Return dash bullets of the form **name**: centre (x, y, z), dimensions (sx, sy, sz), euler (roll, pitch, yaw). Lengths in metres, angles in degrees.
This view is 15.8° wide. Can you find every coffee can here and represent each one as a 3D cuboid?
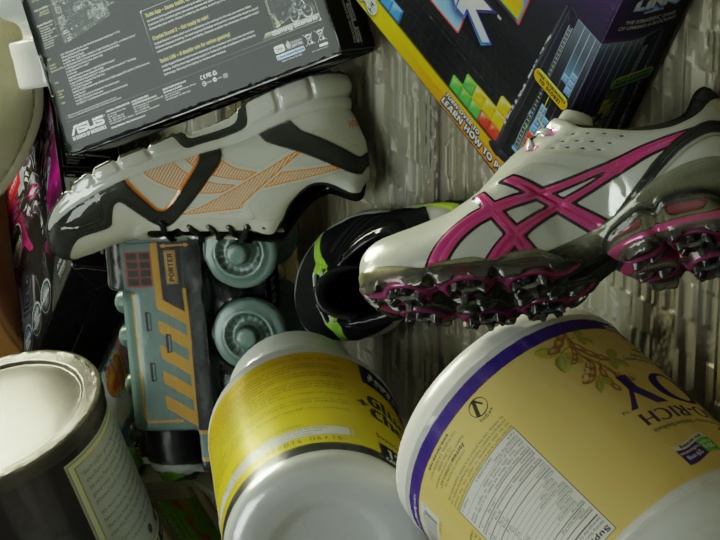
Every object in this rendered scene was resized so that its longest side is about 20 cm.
- **coffee can**: centre (-0.195, 0.172, 1.616), dimensions (0.146, 0.146, 0.200), euler (20, 138, 51)

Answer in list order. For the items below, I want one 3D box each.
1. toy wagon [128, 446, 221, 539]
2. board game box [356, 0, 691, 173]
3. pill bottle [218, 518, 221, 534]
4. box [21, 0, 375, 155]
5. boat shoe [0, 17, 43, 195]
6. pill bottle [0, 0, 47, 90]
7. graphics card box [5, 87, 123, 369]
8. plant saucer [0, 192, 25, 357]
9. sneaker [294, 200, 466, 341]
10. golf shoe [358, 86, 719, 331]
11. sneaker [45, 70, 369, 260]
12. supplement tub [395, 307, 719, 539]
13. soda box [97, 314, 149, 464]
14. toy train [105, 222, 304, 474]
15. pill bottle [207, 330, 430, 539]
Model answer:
- **toy wagon**: centre (-0.115, 0.183, 1.703), dimensions (0.200, 0.040, 0.155), euler (-9, 117, 49)
- **board game box**: centre (0.074, -0.159, 1.318), dimensions (0.200, 0.057, 0.165), euler (53, 142, 29)
- **pill bottle**: centre (-0.024, 0.232, 1.559), dimensions (0.111, 0.111, 0.200), euler (11, 118, 54)
- **box**: centre (-0.106, -0.172, 1.508), dimensions (0.200, 0.044, 0.160), euler (-19, 88, 29)
- **boat shoe**: centre (-0.246, -0.127, 1.696), dimensions (0.060, 0.072, 0.200), euler (130, 145, -63)
- **pill bottle**: centre (-0.191, -0.220, 1.631), dimensions (0.110, 0.110, 0.200), euler (-1, 102, 56)
- **graphics card box**: centre (-0.193, -0.042, 1.704), dimensions (0.125, 0.051, 0.200), euler (120, 146, -47)
- **plant saucer**: centre (-0.241, 0.002, 1.763), dimensions (0.032, 0.200, 0.200), euler (-22, 83, 14)
- **sneaker**: centre (0.000, 0.000, 1.468), dimensions (0.200, 0.083, 0.072), euler (-24, 83, 56)
- **golf shoe**: centre (0.094, -0.028, 1.259), dimensions (0.073, 0.200, 0.092), euler (54, -155, -64)
- **sneaker**: centre (-0.087, -0.044, 1.496), dimensions (0.074, 0.200, 0.080), euler (4, -117, -81)
- **supplement tub**: centre (0.128, 0.127, 1.278), dimensions (0.200, 0.145, 0.145), euler (44, 136, 37)
- **soda box**: centre (-0.144, 0.085, 1.723), dimensions (0.064, 0.068, 0.200), euler (66, 146, 29)
- **toy train**: centre (-0.094, 0.033, 1.582), dimensions (0.114, 0.085, 0.200), euler (-2, 104, 12)
- **pill bottle**: centre (-0.027, 0.110, 1.436), dimensions (0.200, 0.112, 0.112), euler (-107, 16, -66)
